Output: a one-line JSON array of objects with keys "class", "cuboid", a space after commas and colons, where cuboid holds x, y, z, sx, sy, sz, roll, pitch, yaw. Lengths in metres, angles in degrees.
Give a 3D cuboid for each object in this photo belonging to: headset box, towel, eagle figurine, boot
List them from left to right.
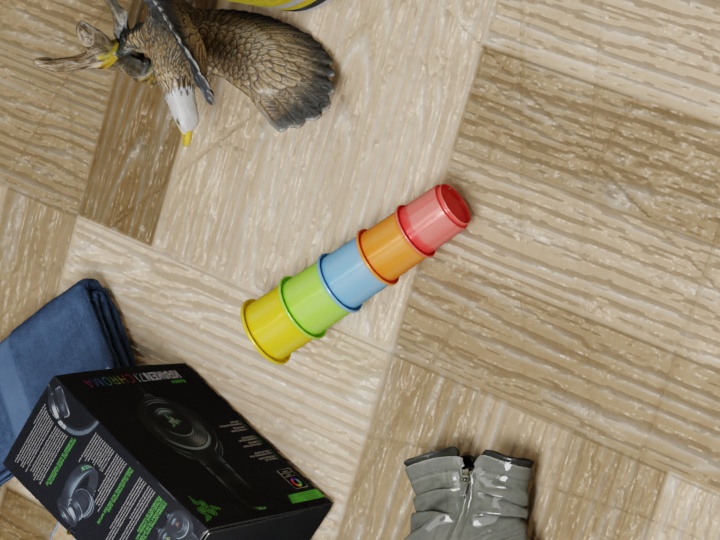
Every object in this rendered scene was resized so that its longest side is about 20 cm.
[{"class": "towel", "cuboid": [-0.276, 0.099, 1.876, 0.200, 0.048, 0.112, -35, 63, 28]}, {"class": "headset box", "cuboid": [-0.146, 0.173, 1.725, 0.200, 0.174, 0.093, 42, 112, 25]}, {"class": "eagle figurine", "cuboid": [-0.132, -0.172, 1.737, 0.200, 0.152, 0.151, -2, 127, 47]}, {"class": "boot", "cuboid": [0.047, 0.205, 1.680, 0.199, 0.068, 0.131, -10, 81, 24]}]

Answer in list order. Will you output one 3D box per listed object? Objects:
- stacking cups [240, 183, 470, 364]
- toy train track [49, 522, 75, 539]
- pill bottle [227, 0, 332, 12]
[{"class": "stacking cups", "cuboid": [0.000, 0.000, 1.710, 0.200, 0.060, 0.061, -33, 74, 22]}, {"class": "toy train track", "cuboid": [-0.257, 0.224, 1.871, 0.115, 0.032, 0.200, 42, 115, 33]}, {"class": "pill bottle", "cuboid": [-0.095, -0.262, 1.674, 0.114, 0.200, 0.115, 1, 91, 31]}]
